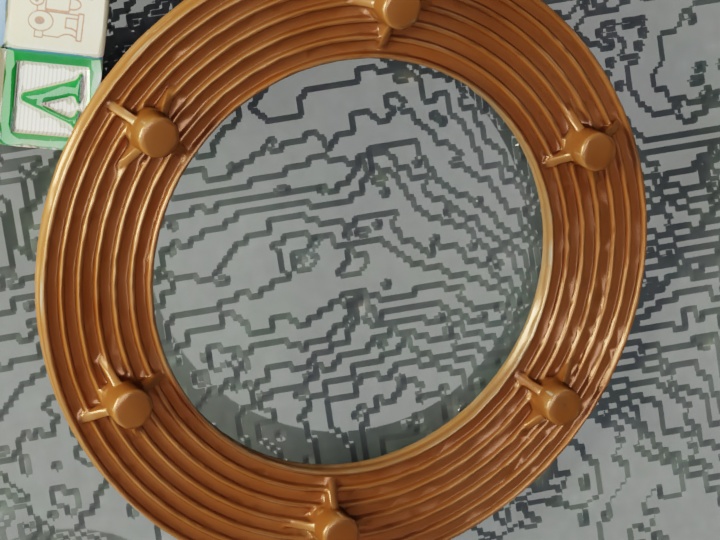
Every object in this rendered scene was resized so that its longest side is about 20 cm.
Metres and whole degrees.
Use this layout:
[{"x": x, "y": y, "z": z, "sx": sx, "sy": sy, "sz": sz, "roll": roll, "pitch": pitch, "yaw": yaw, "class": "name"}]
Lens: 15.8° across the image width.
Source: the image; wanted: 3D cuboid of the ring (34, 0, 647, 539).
[{"x": 0.000, "y": 0.000, "z": 0.788, "sx": 0.200, "sy": 0.019, "sz": 0.201, "roll": -7, "pitch": 108, "yaw": -21, "class": "ring"}]

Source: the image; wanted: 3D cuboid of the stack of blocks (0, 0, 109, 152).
[{"x": -0.098, "y": -0.139, "z": 0.766, "sx": 0.115, "sy": 0.059, "sz": 0.200, "roll": 6, "pitch": 98, "yaw": -7, "class": "stack of blocks"}]
